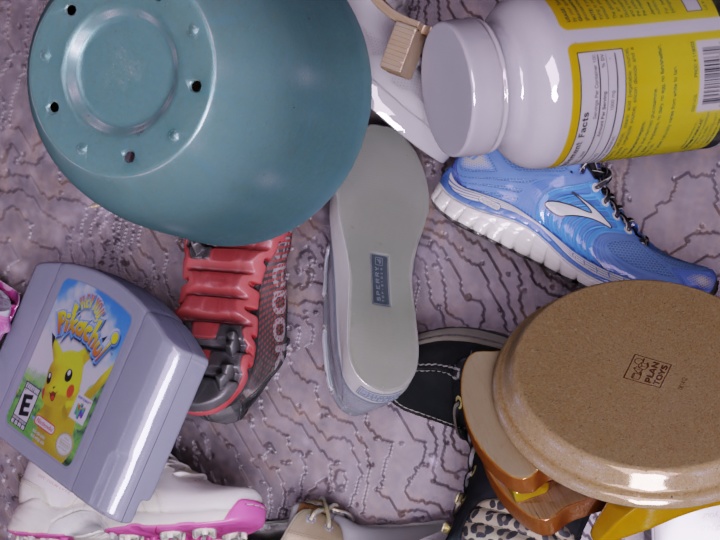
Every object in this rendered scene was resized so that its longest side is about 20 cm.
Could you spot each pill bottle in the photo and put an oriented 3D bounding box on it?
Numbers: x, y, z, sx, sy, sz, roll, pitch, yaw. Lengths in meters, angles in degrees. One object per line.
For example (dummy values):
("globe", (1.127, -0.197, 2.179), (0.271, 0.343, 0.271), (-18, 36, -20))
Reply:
("pill bottle", (0.145, -0.126, 1.250), (0.198, 0.112, 0.114), (-7, 88, -19))

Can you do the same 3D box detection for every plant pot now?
("plant pot", (-0.113, -0.116, 1.204), (0.198, 0.161, 0.203), (0, 91, 21))

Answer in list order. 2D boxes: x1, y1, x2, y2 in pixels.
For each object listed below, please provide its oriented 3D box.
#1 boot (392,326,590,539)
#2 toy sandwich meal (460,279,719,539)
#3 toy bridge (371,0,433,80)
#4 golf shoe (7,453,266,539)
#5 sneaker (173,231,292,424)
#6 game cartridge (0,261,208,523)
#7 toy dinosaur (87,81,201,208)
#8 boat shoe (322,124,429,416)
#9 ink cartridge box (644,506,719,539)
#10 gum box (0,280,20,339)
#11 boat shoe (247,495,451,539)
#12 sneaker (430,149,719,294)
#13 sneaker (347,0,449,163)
("boot", (0.075, 0.119, 1.240), (0.202, 0.074, 0.154), (7, 49, 34))
("toy sandwich meal", (0.162, 0.086, 1.157), (0.203, 0.206, 0.071), (2, 131, 5))
("toy bridge", (-0.040, -0.186, 1.280), (0.198, 0.027, 0.068), (21, 91, 19))
("golf shoe", (-0.150, 0.140, 1.297), (0.198, 0.075, 0.093), (-3, 74, 28))
("sneaker", (-0.082, 0.014, 1.320), (0.070, 0.098, 0.202), (6, 66, 17))
("game cartridge", (-0.179, 0.069, 1.279), (0.040, 0.199, 0.134), (27, 88, -40))
("toy dinosaur", (-0.114, -0.125, 1.341), (0.100, 0.058, 0.202), (12, 82, 20))
("boat shoe", (0.001, 0.001, 1.304), (0.069, 0.072, 0.203), (13, 61, -21))
("ink cartridge box", (0.258, 0.128, 1.280), (0.146, 0.086, 0.203), (-1, 89, 4))
("gum box", (-0.340, 0.025, 1.330), (0.199, 0.066, 0.114), (29, 100, 7))
("boat shoe", (-0.032, 0.189, 1.308), (0.198, 0.075, 0.069), (-13, 93, 5))
("sneaker", (0.150, -0.036, 1.297), (0.198, 0.079, 0.090), (27, 93, 5))
("sneaker", (0.019, -0.177, 1.313), (0.116, 0.074, 0.200), (-44, 85, 6))
